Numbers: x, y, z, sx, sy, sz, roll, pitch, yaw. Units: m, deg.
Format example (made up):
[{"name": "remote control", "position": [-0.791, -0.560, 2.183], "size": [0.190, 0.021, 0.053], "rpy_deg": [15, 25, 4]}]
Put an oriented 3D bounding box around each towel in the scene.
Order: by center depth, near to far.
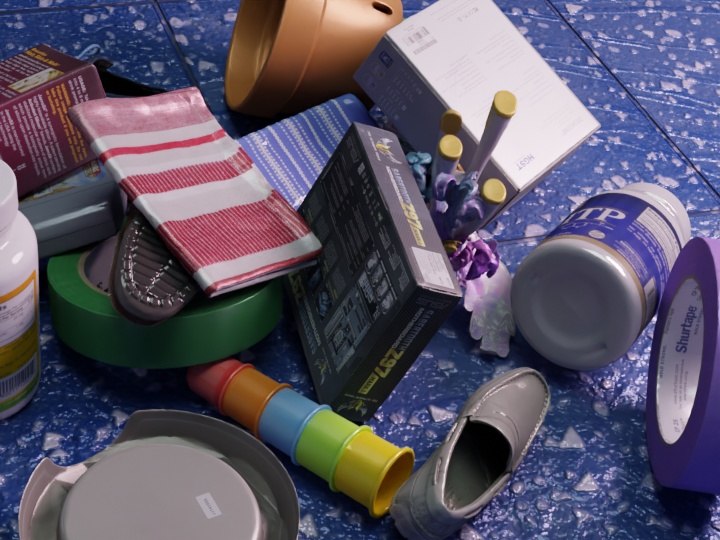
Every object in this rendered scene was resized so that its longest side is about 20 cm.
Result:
[{"name": "towel", "position": [-0.132, -0.071, 1.125], "size": [0.200, 0.023, 0.144], "rpy_deg": [50, 37, 17]}, {"name": "towel", "position": [-0.038, -0.089, 1.327], "size": [0.199, 0.024, 0.145], "rpy_deg": [-27, 77, -37]}]

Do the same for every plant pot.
[{"name": "plant pot", "position": [-0.045, -0.248, 1.441], "size": [0.139, 0.201, 0.201], "rpy_deg": [14, 37, -20]}]

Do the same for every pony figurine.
[{"name": "pony figurine", "position": [0.079, -0.038, 1.230], "size": [0.165, 0.201, 0.194], "rpy_deg": [14, 55, -5]}]

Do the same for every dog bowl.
[{"name": "dog bowl", "position": [-0.144, 0.192, 0.986], "size": [0.198, 0.059, 0.201], "rpy_deg": [6, 40, -5]}]

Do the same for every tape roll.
[{"name": "tape roll", "position": [0.285, 0.077, 1.098], "size": [0.065, 0.201, 0.201], "rpy_deg": [7, 39, -1]}, {"name": "tape roll", "position": [-0.165, 0.012, 1.169], "size": [0.198, 0.049, 0.201], "rpy_deg": [1, 26, 0]}]

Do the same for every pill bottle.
[{"name": "pill bottle", "position": [-0.303, 0.013, 1.054], "size": [0.110, 0.201, 0.112], "rpy_deg": [6, 39, -5]}, {"name": "pill bottle", "position": [0.226, -0.004, 1.241], "size": [0.119, 0.121, 0.200], "rpy_deg": [26, 33, 19]}]

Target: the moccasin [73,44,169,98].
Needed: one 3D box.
[{"name": "moccasin", "position": [-0.269, -0.192, 1.410], "size": [0.198, 0.069, 0.081], "rpy_deg": [20, 40, 12]}]

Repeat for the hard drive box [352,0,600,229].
[{"name": "hard drive box", "position": [0.117, -0.168, 1.362], "size": [0.200, 0.077, 0.156], "rpy_deg": [50, 51, 5]}]

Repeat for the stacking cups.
[{"name": "stacking cups", "position": [-0.056, 0.124, 1.087], "size": [0.199, 0.061, 0.060], "rpy_deg": [26, 42, 23]}]

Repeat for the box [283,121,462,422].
[{"name": "box", "position": [0.000, 0.000, 1.151], "size": [0.051, 0.158, 0.201], "rpy_deg": [13, 38, -31]}]

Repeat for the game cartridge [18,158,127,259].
[{"name": "game cartridge", "position": [-0.280, -0.072, 1.238], "size": [0.132, 0.042, 0.200], "rpy_deg": [-22, 31, -7]}]

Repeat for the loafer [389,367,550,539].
[{"name": "loafer", "position": [0.099, 0.140, 1.077], "size": [0.070, 0.070, 0.200], "rpy_deg": [49, 49, -5]}]

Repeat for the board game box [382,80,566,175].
[{"name": "board game box", "position": [0.122, -0.167, 1.458], "size": [0.126, 0.035, 0.200], "rpy_deg": [29, 50, 12]}]

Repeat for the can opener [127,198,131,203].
[{"name": "can opener", "position": [-0.160, -0.078, 1.262], "size": [0.199, 0.063, 0.079], "rpy_deg": [15, 64, 48]}]

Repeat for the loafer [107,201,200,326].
[{"name": "loafer", "position": [-0.164, -0.017, 1.119], "size": [0.073, 0.071, 0.201], "rpy_deg": [29, 34, -15]}]

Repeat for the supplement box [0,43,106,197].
[{"name": "supplement box", "position": [-0.329, -0.116, 1.209], "size": [0.199, 0.086, 0.110], "rpy_deg": [-31, 33, -27]}]
